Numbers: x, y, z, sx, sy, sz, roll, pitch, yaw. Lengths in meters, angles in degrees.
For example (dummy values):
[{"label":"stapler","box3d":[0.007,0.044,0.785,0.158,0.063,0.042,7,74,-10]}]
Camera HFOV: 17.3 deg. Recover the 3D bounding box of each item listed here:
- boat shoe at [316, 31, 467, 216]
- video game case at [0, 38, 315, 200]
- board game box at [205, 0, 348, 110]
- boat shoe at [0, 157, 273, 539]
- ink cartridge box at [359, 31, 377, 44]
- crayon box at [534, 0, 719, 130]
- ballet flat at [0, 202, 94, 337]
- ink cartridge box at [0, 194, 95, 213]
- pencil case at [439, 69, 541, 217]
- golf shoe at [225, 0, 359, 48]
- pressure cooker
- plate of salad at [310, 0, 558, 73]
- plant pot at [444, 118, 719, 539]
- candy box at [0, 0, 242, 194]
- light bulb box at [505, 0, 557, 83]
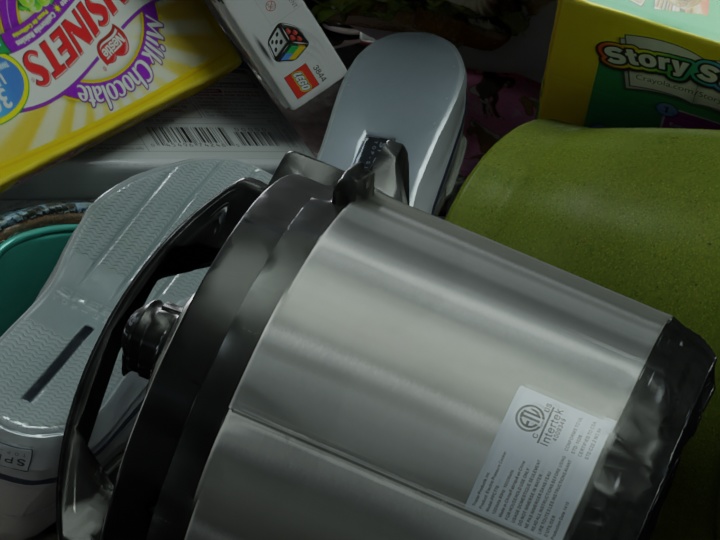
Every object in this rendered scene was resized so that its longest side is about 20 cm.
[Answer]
[{"label":"boat shoe","box3d":[-0.004,-0.002,1.005,0.075,0.086,0.202,11,57,19]},{"label":"video game case","box3d":[-0.142,-0.088,1.049,0.200,0.022,0.182,-2,36,-29]},{"label":"board game box","box3d":[-0.070,-0.154,1.090,0.035,0.126,0.200,-33,22,-1]},{"label":"boat shoe","box3d":[-0.094,0.026,0.904,0.074,0.067,0.200,29,40,15]},{"label":"ink cartridge box","box3d":[0.096,-0.138,1.194,0.200,0.044,0.174,9,43,-4]},{"label":"crayon box","box3d":[0.176,-0.059,0.998,0.200,0.173,0.058,18,62,7]},{"label":"ballet flat","box3d":[-0.166,0.009,0.917,0.074,0.074,0.200,35,32,29]},{"label":"ink cartridge box","box3d":[-0.193,-0.070,1.057,0.176,0.045,0.200,33,33,25]},{"label":"pencil case","box3d":[0.090,-0.059,1.143,0.200,0.083,0.087,0,68,-28]},{"label":"golf shoe","box3d":[0.004,-0.149,1.270,0.200,0.073,0.092,-7,42,-19]},{"label":"pressure cooker","box3d":[0.002,0.061,0.797,0.200,0.179,0.176,22,33,9]},{"label":"plate of salad","box3d":[0.040,-0.146,1.013,0.200,0.200,0.048,18,56,3]},{"label":"plant pot","box3d":[0.134,0.027,0.935,0.193,0.201,0.200,19,27,30]},{"label":"candy box","box3d":[-0.134,-0.096,0.972,0.102,0.026,0.200,59,37,-3]},{"label":"light bulb box","box3d":[0.082,-0.205,1.085,0.200,0.198,0.125,24,46,11]}]
